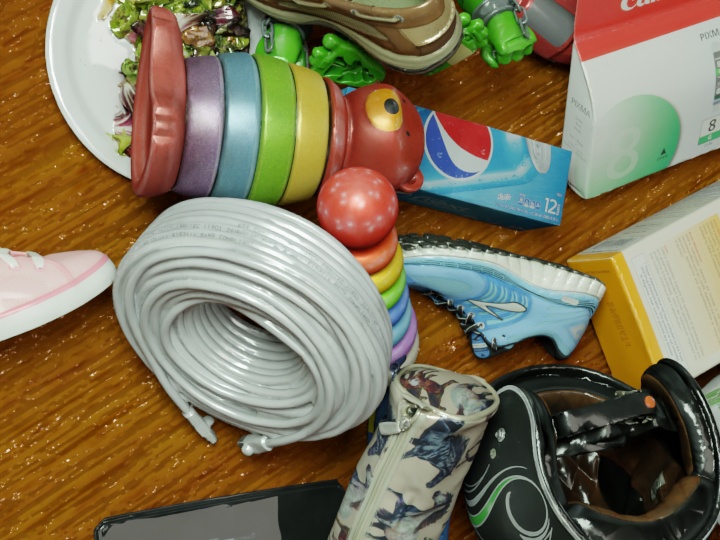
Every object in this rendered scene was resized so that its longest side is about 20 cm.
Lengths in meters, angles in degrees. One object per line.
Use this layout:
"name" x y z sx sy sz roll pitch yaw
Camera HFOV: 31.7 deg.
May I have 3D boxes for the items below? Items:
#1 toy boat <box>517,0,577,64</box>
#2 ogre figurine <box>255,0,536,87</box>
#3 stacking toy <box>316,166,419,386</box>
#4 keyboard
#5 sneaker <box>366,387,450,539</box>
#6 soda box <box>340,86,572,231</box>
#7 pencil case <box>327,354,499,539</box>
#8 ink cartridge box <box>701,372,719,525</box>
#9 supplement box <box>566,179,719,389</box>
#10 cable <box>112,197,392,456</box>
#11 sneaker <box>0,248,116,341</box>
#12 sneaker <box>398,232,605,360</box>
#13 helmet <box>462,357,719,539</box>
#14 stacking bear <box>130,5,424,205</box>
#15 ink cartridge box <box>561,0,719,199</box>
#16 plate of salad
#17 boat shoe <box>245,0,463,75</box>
"toy boat" 0.191 -0.273 1.024 0.130 0.131 0.200 31 77 -19
"ogre figurine" 0.019 -0.200 0.950 0.199 0.098 0.120 -16 59 9
"stacking toy" 0.000 0.000 0.894 0.085 0.200 0.086 -1 52 1
"keyboard" -0.094 0.231 0.945 0.199 0.021 0.128 -5 84 -22
"sneaker" 0.042 0.177 0.974 0.066 0.078 0.201 3 88 -25
"soda box" 0.062 -0.084 0.996 0.199 0.068 0.064 12 83 -22
"pencil case" 0.024 0.162 0.904 0.089 0.078 0.201 3 116 -44
"ink cartridge box" 0.360 0.136 1.056 0.200 0.084 0.146 -32 83 -41
"supplement box" 0.291 0.006 1.086 0.200 0.073 0.126 -25 97 -22
"cable" -0.070 0.038 0.865 0.200 0.199 0.069 55 44 -30
"sneaker" -0.269 -0.001 0.848 0.200 0.075 0.105 -21 101 -18
"sneaker" 0.097 0.026 1.003 0.199 0.078 0.090 14 95 -15
"helmet" 0.168 0.158 0.961 0.199 0.191 0.201 4 70 -11
"stacking bear" -0.051 -0.096 0.871 0.199 0.114 0.122 4 58 -17
"ink cartridge box" 0.244 -0.170 1.030 0.160 0.050 0.200 -21 136 -22
"plate of salad" -0.128 -0.159 0.930 0.199 0.048 0.201 1 87 -24
"boat shoe" -0.019 -0.207 0.867 0.200 0.074 0.076 27 75 21
